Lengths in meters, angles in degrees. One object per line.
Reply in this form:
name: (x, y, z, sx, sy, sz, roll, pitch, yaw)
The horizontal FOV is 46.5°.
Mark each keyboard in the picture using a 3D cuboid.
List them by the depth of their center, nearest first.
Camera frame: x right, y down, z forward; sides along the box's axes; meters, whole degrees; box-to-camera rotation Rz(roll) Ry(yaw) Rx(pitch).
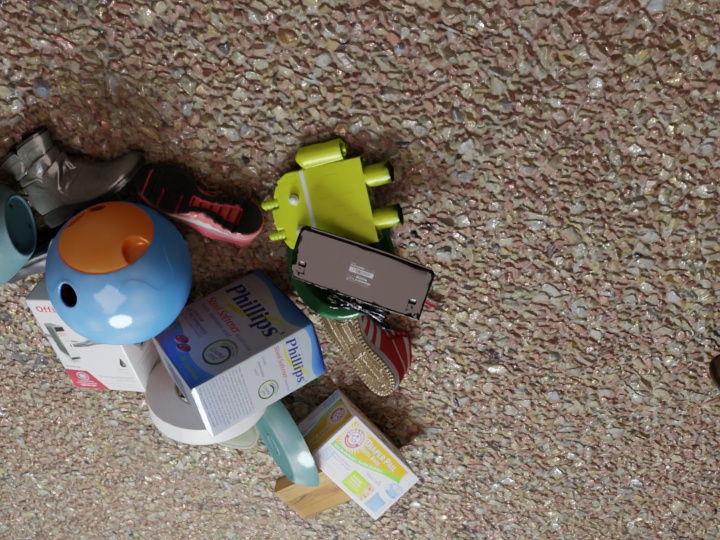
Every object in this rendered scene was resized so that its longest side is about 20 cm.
keyboard: (-0.003, 0.012, 1.181, 0.198, 0.040, 0.105, 20, 101, -2)

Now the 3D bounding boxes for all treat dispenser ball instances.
treat dispenser ball: (-0.337, 0.004, 1.178, 0.199, 0.202, 0.202, 2, 129, 3)

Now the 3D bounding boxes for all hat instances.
hat: (0.000, 0.000, 1.299, 0.165, 0.176, 0.201, -29, 79, 14)

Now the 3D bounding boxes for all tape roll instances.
tape roll: (-0.245, 0.194, 1.361, 0.201, 0.204, 0.037, 2, 129, 4)

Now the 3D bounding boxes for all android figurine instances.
android figurine: (-0.043, -0.090, 1.188, 0.198, 0.041, 0.184, -9, 100, 14)

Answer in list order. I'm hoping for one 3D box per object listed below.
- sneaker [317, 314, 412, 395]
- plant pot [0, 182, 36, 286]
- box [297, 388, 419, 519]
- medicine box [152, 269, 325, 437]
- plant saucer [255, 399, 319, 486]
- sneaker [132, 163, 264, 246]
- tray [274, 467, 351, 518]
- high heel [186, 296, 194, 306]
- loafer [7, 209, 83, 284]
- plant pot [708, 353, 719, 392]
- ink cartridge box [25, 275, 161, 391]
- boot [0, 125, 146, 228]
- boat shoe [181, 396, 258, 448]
sneaker: (0.010, 0.097, 1.358, 0.071, 0.112, 0.201, -33, 89, 30)
plant pot: (-0.547, -0.055, 1.197, 0.133, 0.201, 0.201, -9, 127, 5)
box: (-0.006, 0.324, 1.483, 0.112, 0.101, 0.200, -43, 118, -1)
medicine box: (-0.185, 0.117, 1.259, 0.199, 0.182, 0.104, -28, 129, -20)
plant saucer: (-0.137, 0.291, 1.441, 0.036, 0.200, 0.201, -27, 130, -20)
sneaker: (-0.241, -0.084, 1.225, 0.199, 0.074, 0.087, 25, 154, -3)
tray: (-0.060, 0.412, 1.624, 0.199, 0.037, 0.099, -29, 121, 25)
high heel: (-0.322, 0.037, 1.309, 0.067, 0.097, 0.200, -25, 122, 23)
loafer: (-0.476, -0.022, 1.295, 0.199, 0.073, 0.072, -24, 127, 24)
plant pot: (0.659, 0.118, 1.238, 0.199, 0.201, 0.199, 16, 121, -8)
ink cartridge box: (-0.427, 0.096, 1.360, 0.145, 0.083, 0.201, 0, 129, 20)
boot: (-0.417, -0.151, 1.193, 0.199, 0.068, 0.131, -24, 117, 20)
boat shoe: (-0.280, 0.273, 1.525, 0.199, 0.072, 0.068, 22, 164, -21)
